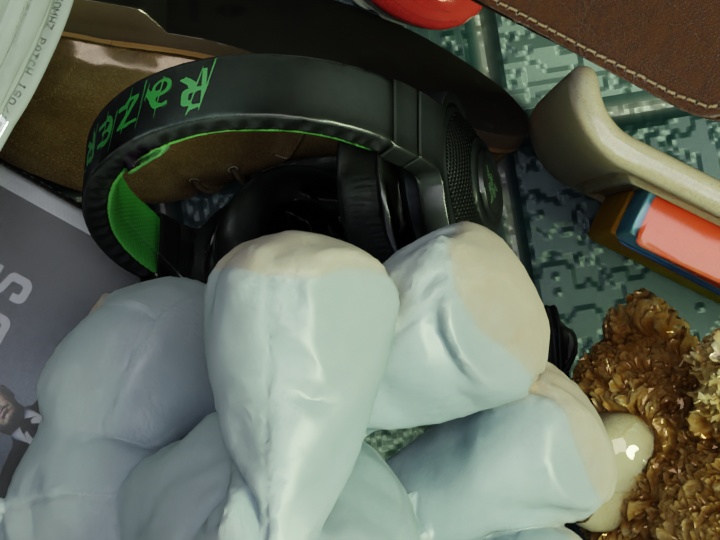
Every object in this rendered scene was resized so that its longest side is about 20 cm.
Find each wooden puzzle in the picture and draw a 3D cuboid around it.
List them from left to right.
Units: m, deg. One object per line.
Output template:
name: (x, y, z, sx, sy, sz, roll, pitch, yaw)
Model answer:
wooden puzzle: (0.140, 0.005, 0.707, 0.200, 0.185, 0.037, 31, 91, 0)

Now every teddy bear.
teddy bear: (0.124, 0.085, 0.665, 0.067, 0.145, 0.200, -31, 59, -20)

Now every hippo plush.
hippo plush: (-0.028, 0.080, 0.666, 0.159, 0.161, 0.200, 23, 77, -35)

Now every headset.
headset: (0.000, 0.000, 0.721, 0.200, 0.123, 0.094, 25, 53, -37)

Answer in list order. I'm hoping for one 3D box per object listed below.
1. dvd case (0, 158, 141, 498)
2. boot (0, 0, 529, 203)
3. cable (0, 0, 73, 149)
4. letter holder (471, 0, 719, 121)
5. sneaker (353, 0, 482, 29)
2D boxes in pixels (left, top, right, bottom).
dvd case: (-0.113, 0.054, 0.764, 0.200, 0.025, 0.150, 29, 87, -10)
boot: (-0.042, -0.058, 0.777, 0.200, 0.074, 0.075, 13, 115, -4)
cable: (-0.174, -0.068, 0.706, 0.069, 0.200, 0.200, 31, 72, -32)
letter holder: (0.121, -0.155, 0.645, 0.142, 0.101, 0.200, 32, 110, 33)
sneaker: (0.014, -0.169, 0.736, 0.077, 0.085, 0.200, -17, 118, -15)
